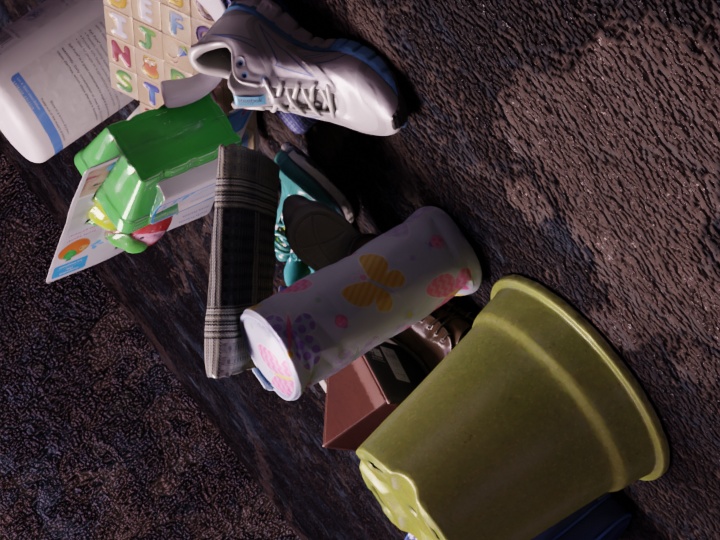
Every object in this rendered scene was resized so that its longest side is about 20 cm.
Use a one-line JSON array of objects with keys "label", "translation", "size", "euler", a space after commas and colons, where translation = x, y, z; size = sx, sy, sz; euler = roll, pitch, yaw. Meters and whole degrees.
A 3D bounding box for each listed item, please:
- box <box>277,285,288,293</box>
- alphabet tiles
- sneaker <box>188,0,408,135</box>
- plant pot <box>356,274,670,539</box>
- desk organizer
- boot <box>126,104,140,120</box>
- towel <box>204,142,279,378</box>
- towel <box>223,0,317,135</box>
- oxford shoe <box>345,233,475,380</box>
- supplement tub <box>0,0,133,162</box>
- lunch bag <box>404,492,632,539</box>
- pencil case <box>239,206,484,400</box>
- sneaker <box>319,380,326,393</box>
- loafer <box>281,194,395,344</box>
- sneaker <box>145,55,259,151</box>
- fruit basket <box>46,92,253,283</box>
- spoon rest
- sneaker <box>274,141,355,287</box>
[{"label": "box", "translation": [-0.028, 0.049, 1.597], "size": [0.200, 0.121, 0.032], "euler": [119, 155, -75]}, {"label": "alphabet tiles", "translation": [-0.163, -0.184, 1.420], "size": [0.166, 0.006, 0.200], "euler": [27, 142, 20]}, {"label": "sneaker", "translation": [-0.052, -0.143, 1.221], "size": [0.200, 0.087, 0.075], "euler": [28, 145, 33]}, {"label": "plant pot", "translation": [0.105, 0.137, 1.233], "size": [0.200, 0.184, 0.200], "euler": [48, 165, 17]}, {"label": "desk organizer", "translation": [0.029, 0.120, 1.442], "size": [0.200, 0.077, 0.072], "euler": [19, -141, -60]}, {"label": "boot", "translation": [-0.157, -0.113, 1.620], "size": [0.144, 0.072, 0.200], "euler": [49, -170, 11]}, {"label": "towel", "translation": [-0.102, -0.007, 1.339], "size": [0.200, 0.035, 0.193], "euler": [11, -99, -83]}, {"label": "towel", "translation": [-0.076, -0.191, 1.363], "size": [0.145, 0.024, 0.200], "euler": [52, 168, -3]}, {"label": "oxford shoe", "translation": [0.066, 0.042, 1.389], "size": [0.200, 0.073, 0.084], "euler": [49, 152, -1]}, {"label": "supplement tub", "translation": [-0.283, -0.213, 1.586], "size": [0.132, 0.200, 0.132], "euler": [49, 165, 18]}, {"label": "lunch bag", "translation": [0.134, 0.251, 1.380], "size": [0.132, 0.200, 0.136], "euler": [44, 158, 21]}, {"label": "pencil case", "translation": [0.001, 0.025, 1.272], "size": [0.083, 0.200, 0.091], "euler": [56, 156, 9]}, {"label": "sneaker", "translation": [0.015, 0.162, 1.787], "size": [0.200, 0.075, 0.085], "euler": [49, 161, 13]}, {"label": "loafer", "translation": [0.000, 0.000, 1.458], "size": [0.200, 0.072, 0.063], "euler": [46, -175, -31]}, {"label": "sneaker", "translation": [-0.135, -0.152, 1.500], "size": [0.099, 0.078, 0.200], "euler": [39, 169, 33]}, {"label": "fruit basket", "translation": [-0.181, -0.065, 1.402], "size": [0.094, 0.185, 0.200], "euler": [52, 146, 19]}, {"label": "spoon rest", "translation": [-0.133, -0.231, 1.293], "size": [0.099, 0.061, 0.200], "euler": [-112, 23, -51]}, {"label": "sneaker", "translation": [-0.052, -0.044, 1.505], "size": [0.078, 0.080, 0.200], "euler": [44, 162, 30]}]
